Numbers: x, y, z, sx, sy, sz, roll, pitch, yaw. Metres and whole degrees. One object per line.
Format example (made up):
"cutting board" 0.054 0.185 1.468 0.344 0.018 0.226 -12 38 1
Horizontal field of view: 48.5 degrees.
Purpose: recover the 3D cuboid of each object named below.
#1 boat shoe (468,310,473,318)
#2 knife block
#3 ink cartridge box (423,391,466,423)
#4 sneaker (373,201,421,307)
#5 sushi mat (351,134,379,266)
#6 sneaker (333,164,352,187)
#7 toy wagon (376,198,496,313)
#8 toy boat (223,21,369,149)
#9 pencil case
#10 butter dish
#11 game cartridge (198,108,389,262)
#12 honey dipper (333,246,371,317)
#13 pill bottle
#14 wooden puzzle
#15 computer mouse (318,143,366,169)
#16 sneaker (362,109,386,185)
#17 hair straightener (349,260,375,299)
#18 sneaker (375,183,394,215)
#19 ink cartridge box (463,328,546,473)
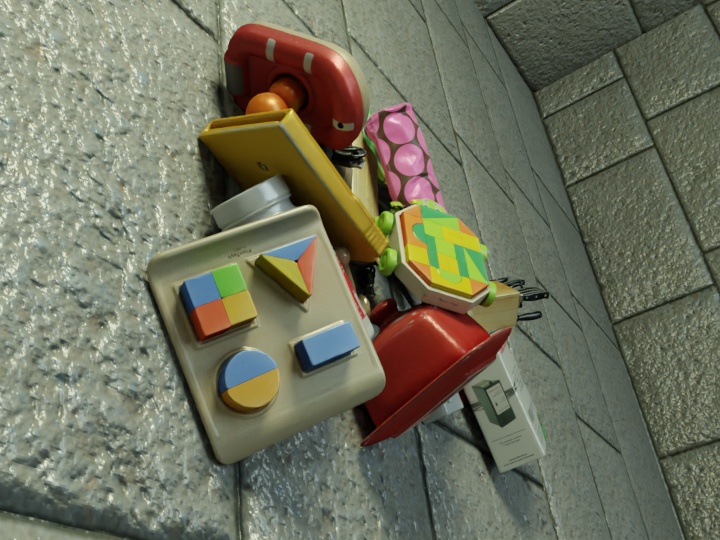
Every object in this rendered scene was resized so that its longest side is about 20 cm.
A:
"boat shoe" 0.151 0.109 1.188 0.065 0.071 0.201 55 23 -24
"knife block" 0.239 0.064 1.395 0.200 0.173 0.065 -44 139 -68
"ink cartridge box" 0.122 0.139 1.239 0.199 0.050 0.163 -1 69 -63
"sneaker" 0.083 -0.010 1.134 0.201 0.082 0.072 55 7 -34
"sushi mat" 0.006 -0.111 1.175 0.096 0.012 0.203 53 31 -53
"sneaker" -0.056 -0.093 1.079 0.075 0.070 0.202 30 34 -24
"toy wagon" 0.095 -0.033 1.025 0.153 0.040 0.202 17 42 -20
"toy boat" -0.090 -0.207 0.964 0.131 0.198 0.132 -55 159 -39
"pencil case" 0.065 -0.146 1.199 0.092 0.091 0.203 -14 80 -25
"butter dish" 0.067 0.101 1.008 0.148 0.200 0.199 51 20 13
"game cartridge" -0.073 -0.091 0.901 0.033 0.175 0.200 -53 124 -22
"honey dipper" -0.012 0.024 0.969 0.201 0.037 0.038 76 0 -65
"pill bottle" -0.076 0.007 0.854 0.202 0.111 0.112 63 23 -6
"wooden puzzle" -0.081 0.053 0.750 0.183 0.046 0.203 -20 87 -26
"computer mouse" -0.077 -0.140 1.016 0.200 0.137 0.053 -47 155 -70
"sneaker" 0.042 -0.180 1.312 0.201 0.083 0.074 55 -20 -23
"hair straightener" 0.000 0.000 1.047 0.200 0.040 0.078 97 -7 -80
"sneaker" 0.050 -0.037 1.247 0.079 0.075 0.202 -14 74 -53
"ink cartridge box" 0.236 0.214 1.346 0.202 0.083 0.146 66 15 3
